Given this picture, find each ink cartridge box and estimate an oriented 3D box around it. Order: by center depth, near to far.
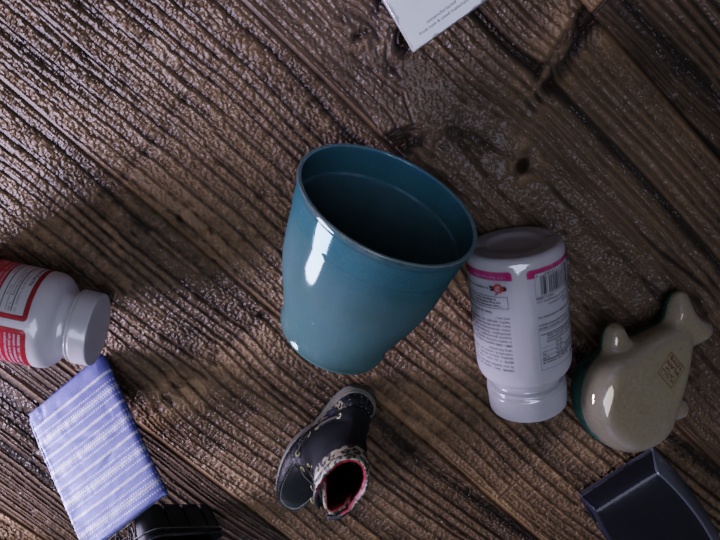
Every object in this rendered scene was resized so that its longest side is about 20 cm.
[{"bbox_3d":[0.029,-0.322,0.647,0.083,0.145,0.202,-29,108,13],"label":"ink cartridge box"}]

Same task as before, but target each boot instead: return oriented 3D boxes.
[{"bbox_3d":[-0.051,0.254,0.857,0.073,0.154,0.205,33,108,-11],"label":"boot"}]

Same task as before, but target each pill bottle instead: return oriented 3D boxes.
[{"bbox_3d":[0.186,0.063,0.803,0.110,0.114,0.205,-8,110,4],"label":"pill bottle"},{"bbox_3d":[-0.404,0.049,0.813,0.195,0.113,0.115,12,111,-3],"label":"pill bottle"}]

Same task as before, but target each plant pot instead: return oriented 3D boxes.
[{"bbox_3d":[0.000,0.000,0.753,0.195,0.202,0.191,20,125,-6],"label":"plant pot"}]

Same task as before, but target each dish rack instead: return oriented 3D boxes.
[{"bbox_3d":[-0.298,0.373,0.920,0.198,0.055,0.153,-36,150,13],"label":"dish rack"}]

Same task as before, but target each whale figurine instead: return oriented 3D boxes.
[{"bbox_3d":[0.337,0.119,0.843,0.159,0.104,0.201,42,81,-14],"label":"whale figurine"}]

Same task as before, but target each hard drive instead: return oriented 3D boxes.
[{"bbox_3d":[0.401,0.349,0.942,0.134,0.042,0.201,-36,106,13],"label":"hard drive"}]

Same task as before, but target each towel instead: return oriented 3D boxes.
[{"bbox_3d":[-0.333,0.228,0.874,0.144,0.024,0.202,-36,72,13],"label":"towel"}]
